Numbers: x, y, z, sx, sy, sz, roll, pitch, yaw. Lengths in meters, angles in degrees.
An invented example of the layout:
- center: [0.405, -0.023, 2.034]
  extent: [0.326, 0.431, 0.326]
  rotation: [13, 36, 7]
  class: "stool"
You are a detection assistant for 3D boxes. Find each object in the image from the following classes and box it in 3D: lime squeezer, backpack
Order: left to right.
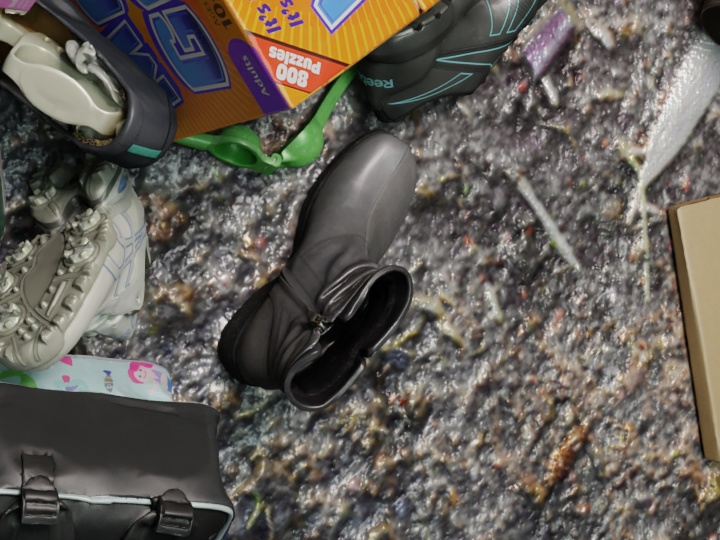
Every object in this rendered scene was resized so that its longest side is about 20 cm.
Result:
- center: [-0.181, 0.145, 0.874]
  extent: [0.176, 0.151, 0.201]
  rotation: [7, 129, -27]
  class: "backpack"
- center: [-0.066, -0.095, 0.994]
  extent: [0.198, 0.038, 0.071]
  rotation: [-16, 100, -25]
  class: "lime squeezer"

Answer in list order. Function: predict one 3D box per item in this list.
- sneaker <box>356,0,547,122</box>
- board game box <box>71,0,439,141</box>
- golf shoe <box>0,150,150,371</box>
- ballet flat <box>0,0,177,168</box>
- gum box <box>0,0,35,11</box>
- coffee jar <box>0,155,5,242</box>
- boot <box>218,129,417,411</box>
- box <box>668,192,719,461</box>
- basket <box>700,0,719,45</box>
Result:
- center: [0.071, -0.170, 1.056]
  extent: [0.199, 0.075, 0.080]
  rotation: [-31, 133, -27]
  class: "sneaker"
- center: [-0.066, -0.214, 0.881]
  extent: [0.200, 0.199, 0.201]
  rotation: [-39, 107, -27]
  class: "board game box"
- center: [-0.151, 0.009, 0.881]
  extent: [0.078, 0.201, 0.098]
  rotation: [-19, 119, 16]
  class: "golf shoe"
- center: [-0.187, -0.127, 0.860]
  extent: [0.200, 0.073, 0.073]
  rotation: [40, 73, 9]
  class: "ballet flat"
- center: [-0.212, -0.223, 0.746]
  extent: [0.113, 0.066, 0.202]
  rotation: [2, 64, -37]
  class: "gum box"
- center: [-0.300, -0.047, 0.844]
  extent: [0.198, 0.085, 0.105]
  rotation: [-8, 93, -28]
  class: "coffee jar"
- center: [0.000, 0.000, 0.980]
  extent: [0.070, 0.131, 0.201]
  rotation: [35, 77, -24]
  class: "boot"
- center: [0.321, 0.032, 1.215]
  extent: [0.162, 0.021, 0.202]
  rotation: [-15, 100, -27]
  class: "box"
- center: [0.346, -0.253, 1.154]
  extent: [0.179, 0.136, 0.201]
  rotation: [29, 83, -22]
  class: "basket"
